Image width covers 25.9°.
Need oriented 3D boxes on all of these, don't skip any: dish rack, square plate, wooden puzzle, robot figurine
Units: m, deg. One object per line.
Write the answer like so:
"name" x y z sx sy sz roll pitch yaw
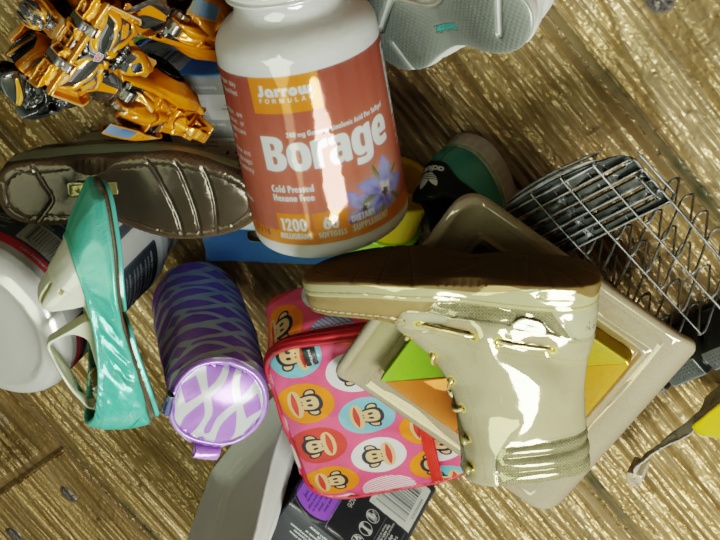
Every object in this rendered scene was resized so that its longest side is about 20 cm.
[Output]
"dish rack" 0.194 -0.002 1.088 0.200 0.055 0.153 45 133 -18
"square plate" -0.105 0.209 1.352 0.028 0.201 0.198 28 135 -13
"wooden puzzle" 0.105 0.066 1.101 0.199 0.037 0.186 32 122 -6
"robot figurine" -0.152 -0.148 1.049 0.058 0.199 0.145 45 108 25

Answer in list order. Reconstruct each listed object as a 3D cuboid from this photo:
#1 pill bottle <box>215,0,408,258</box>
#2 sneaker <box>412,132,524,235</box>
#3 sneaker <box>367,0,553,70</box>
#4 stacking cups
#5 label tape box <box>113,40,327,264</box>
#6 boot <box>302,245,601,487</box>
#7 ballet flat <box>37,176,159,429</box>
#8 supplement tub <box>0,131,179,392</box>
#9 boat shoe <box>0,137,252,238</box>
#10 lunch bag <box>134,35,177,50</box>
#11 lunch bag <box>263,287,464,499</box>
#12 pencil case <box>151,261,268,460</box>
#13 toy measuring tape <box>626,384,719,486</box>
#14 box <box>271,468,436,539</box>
"pill bottle" -0.036 -0.120 1.057 0.111 0.112 0.202 5 122 28
"sneaker" 0.094 0.004 1.149 0.071 0.080 0.201 -10 115 45
"sneaker" 0.064 -0.184 1.047 0.199 0.080 0.071 7 136 51
"stacking cups" 0.000 0.000 1.225 0.060 0.061 0.201 32 135 7
"label tape box" -0.102 -0.077 1.224 0.142 0.066 0.202 4 123 29
"boot" 0.060 0.066 1.054 0.198 0.073 0.157 2 114 9
"ballet flat" -0.198 0.033 1.145 0.067 0.070 0.202 -131 29 -61
"supplement tub" -0.244 -0.010 1.265 0.139 0.200 0.141 16 129 21
"boat shoe" -0.168 -0.074 1.178 0.198 0.076 0.072 6 118 1
"lunch bag" -0.182 -0.245 1.130 0.150 0.094 0.201 -21 111 37
"lunch bag" 0.023 0.089 1.227 0.174 0.082 0.201 -9 135 6
"pencil case" -0.123 0.067 1.255 0.083 0.200 0.086 5 114 -12
"toy measuring tape" 0.275 0.120 1.139 0.073 0.074 0.200 40 134 -1
"box" -0.041 0.243 1.382 0.106 0.122 0.200 39 134 -2
